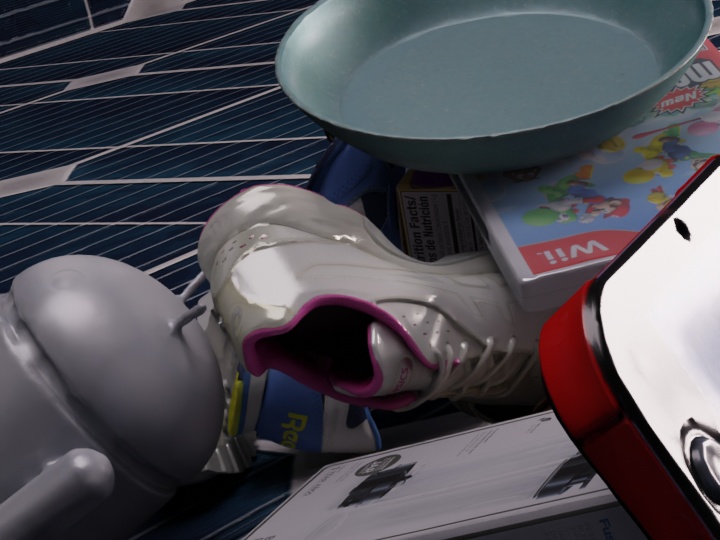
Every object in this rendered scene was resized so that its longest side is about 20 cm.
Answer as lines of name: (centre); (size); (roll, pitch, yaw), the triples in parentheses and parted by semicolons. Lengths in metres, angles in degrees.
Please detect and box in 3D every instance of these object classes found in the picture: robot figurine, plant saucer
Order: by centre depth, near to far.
robot figurine: (-0.138, 0.073, 0.884); (0.200, 0.113, 0.170); (-41, 24, 6)
plant saucer: (0.062, -0.095, 0.955); (0.199, 0.036, 0.200); (-8, 31, 5)

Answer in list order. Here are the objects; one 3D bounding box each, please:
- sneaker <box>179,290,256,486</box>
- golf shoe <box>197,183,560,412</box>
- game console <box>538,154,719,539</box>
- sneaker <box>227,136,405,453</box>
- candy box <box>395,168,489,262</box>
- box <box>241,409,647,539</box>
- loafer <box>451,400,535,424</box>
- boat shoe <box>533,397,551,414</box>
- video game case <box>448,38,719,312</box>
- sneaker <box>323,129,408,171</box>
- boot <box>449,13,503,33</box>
sneaker: (-0.102, 0.071, 1.065); (0.080, 0.077, 0.200); (-23, 8, 9)
golf shoe: (0.026, 0.032, 0.877); (0.199, 0.075, 0.092); (15, 34, -18)
game console: (0.141, 0.057, 0.659); (0.031, 0.177, 0.200); (-40, -1, 31)
sneaker: (0.000, 0.000, 1.035); (0.082, 0.201, 0.074); (20, -14, 2)
candy box: (0.128, -0.042, 0.978); (0.199, 0.057, 0.117); (2, 30, 20)
box: (0.056, 0.095, 0.738); (0.199, 0.060, 0.117); (-17, 10, 28)
loafer: (0.133, 0.033, 0.954); (0.199, 0.076, 0.070); (-11, 9, 10)
boat shoe: (0.103, 0.064, 0.870); (0.199, 0.068, 0.072); (-16, 14, -10)
video game case: (0.113, -0.051, 0.922); (0.142, 0.018, 0.200); (-14, 30, -5)
sneaker: (0.036, -0.067, 1.205); (0.073, 0.200, 0.072); (-47, 45, -12)
boot: (0.079, -0.155, 1.128); (0.073, 0.163, 0.198); (4, -10, 11)
